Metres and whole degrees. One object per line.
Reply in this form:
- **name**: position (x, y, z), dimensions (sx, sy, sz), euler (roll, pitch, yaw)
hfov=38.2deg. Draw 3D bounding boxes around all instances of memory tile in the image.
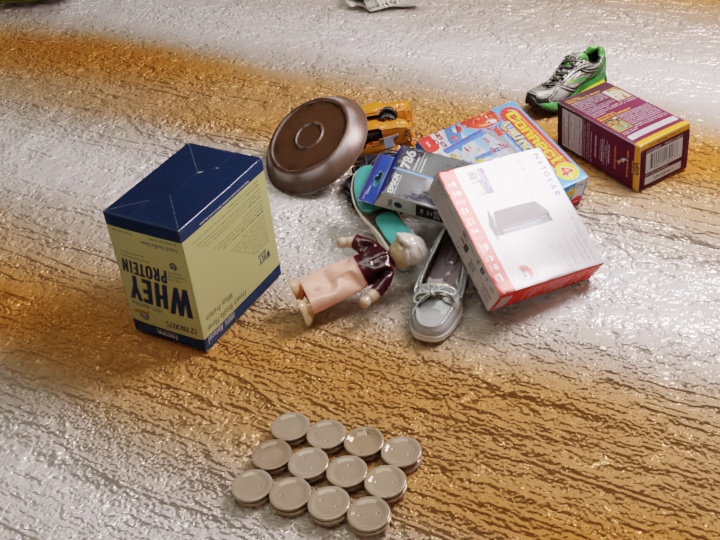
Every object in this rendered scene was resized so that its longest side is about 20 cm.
- **memory tile**: position (-0.038, 0.235, 1.220), dimensions (0.198, 0.017, 0.154), euler (8, 39, 22)

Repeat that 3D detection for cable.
- **cable**: position (0.050, -0.149, 1.700), dimensions (0.162, 0.051, 0.200), euler (16, 43, 29)

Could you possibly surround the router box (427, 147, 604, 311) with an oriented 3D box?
- **router box**: position (0.215, -0.062, 1.455), dimensions (0.178, 0.049, 0.202), euler (-16, 68, -24)

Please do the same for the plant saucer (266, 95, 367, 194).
- **plant saucer**: position (-0.081, -0.220, 1.760), dimensions (0.198, 0.032, 0.202), euler (-15, 54, 22)

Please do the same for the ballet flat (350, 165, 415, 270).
- **ballet flat**: position (0.034, -0.075, 1.575), dimensions (0.069, 0.070, 0.201), euler (-16, 48, -12)

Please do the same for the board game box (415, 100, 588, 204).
- **board game box**: position (0.216, -0.156, 1.626), dimensions (0.194, 0.056, 0.200), euler (-25, 57, -22)

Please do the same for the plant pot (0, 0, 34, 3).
- **plant pot**: position (-0.839, -0.746, 2.566), dimensions (0.191, 0.202, 0.201), euler (-14, 34, 12)

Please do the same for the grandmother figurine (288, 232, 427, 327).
- **grandmother figurine**: position (0.000, 0.000, 1.462), dimensions (0.198, 0.061, 0.122), euler (-23, 67, -2)

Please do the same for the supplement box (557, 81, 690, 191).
- **supplement box**: position (0.426, -0.223, 1.702), dimensions (0.109, 0.086, 0.200), euler (-24, 39, -21)

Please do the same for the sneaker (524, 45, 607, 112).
- **sneaker**: position (0.370, -0.351, 1.889), dimensions (0.199, 0.086, 0.078), euler (-33, 43, -30)

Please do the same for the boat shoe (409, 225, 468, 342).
- **boat shoe**: position (0.113, 0.013, 1.446), dimensions (0.074, 0.065, 0.203), euler (8, 48, 21)

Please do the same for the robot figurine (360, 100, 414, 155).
- **robot figurine**: position (-0.006, -0.241, 1.820), dimensions (0.197, 0.059, 0.146), euler (-9, 35, 9)

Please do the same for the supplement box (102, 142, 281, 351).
- **supplement box**: position (-0.229, -0.036, 1.466), dimensions (0.133, 0.202, 0.200), euler (14, 41, 27)

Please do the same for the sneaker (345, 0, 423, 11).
- **sneaker**: position (0.055, -0.609, 2.325), dimensions (0.198, 0.071, 0.081), euler (10, 48, 32)

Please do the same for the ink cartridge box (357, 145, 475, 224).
- **ink cartridge box**: position (0.101, -0.125, 1.541), dimensions (0.198, 0.039, 0.100), euler (14, 59, 15)
